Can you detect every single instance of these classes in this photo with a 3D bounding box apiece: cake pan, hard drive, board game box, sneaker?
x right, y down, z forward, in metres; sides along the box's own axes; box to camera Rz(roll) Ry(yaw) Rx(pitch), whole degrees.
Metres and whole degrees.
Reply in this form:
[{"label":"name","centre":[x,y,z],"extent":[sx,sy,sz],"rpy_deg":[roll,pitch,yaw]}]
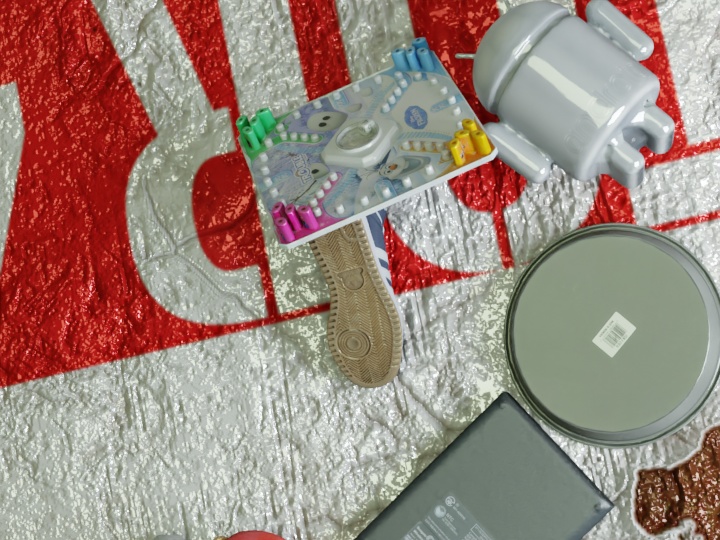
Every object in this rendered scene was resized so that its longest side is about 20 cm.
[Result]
[{"label":"cake pan","centre":[0.221,0.056,1.376],"extent":[0.199,0.037,0.201],"rpy_deg":[-1,85,15]},{"label":"hard drive","centre":[0.107,0.226,1.395],"extent":[0.200,0.033,0.140],"rpy_deg":[-45,76,8]},{"label":"board game box","centre":[-0.002,-0.118,1.373],"extent":[0.199,0.026,0.200],"rpy_deg":[-24,37,-1]},{"label":"sneaker","centre":[0.000,0.000,1.433],"extent":[0.070,0.109,0.201],"rpy_deg":[-9,113,12]}]

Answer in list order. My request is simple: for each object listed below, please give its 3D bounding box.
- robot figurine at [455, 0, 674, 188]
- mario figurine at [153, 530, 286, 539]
[{"label":"robot figurine","centre":[0.180,-0.158,1.366],"extent":[0.200,0.113,0.170],"rpy_deg":[39,83,15]},{"label":"mario figurine","centre":[-0.135,0.302,1.446],"extent":[0.200,0.106,0.124],"rpy_deg":[-29,115,22]}]
